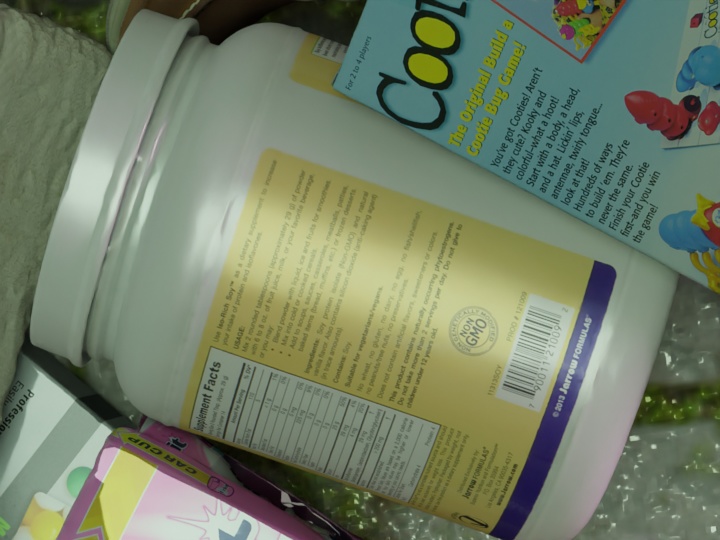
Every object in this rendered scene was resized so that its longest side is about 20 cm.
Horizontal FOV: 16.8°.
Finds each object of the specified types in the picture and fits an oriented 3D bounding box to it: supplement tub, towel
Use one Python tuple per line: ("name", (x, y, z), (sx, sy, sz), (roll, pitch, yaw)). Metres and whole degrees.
("supplement tub", (0.000, 0.000, 0.842), (0.199, 0.145, 0.146), (19, 94, 0))
("towel", (-0.162, -0.001, 0.847), (0.034, 0.132, 0.201), (20, 92, 35))

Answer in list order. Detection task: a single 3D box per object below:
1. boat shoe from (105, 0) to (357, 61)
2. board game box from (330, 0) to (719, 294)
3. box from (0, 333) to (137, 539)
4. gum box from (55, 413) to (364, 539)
("boat shoe", (-0.020, -0.127, 0.866), (0.072, 0.076, 0.200), (47, 120, 13))
("board game box", (0.110, -0.073, 0.772), (0.199, 0.103, 0.105), (29, 129, 5))
("box", (-0.110, 0.140, 0.923), (0.200, 0.041, 0.156), (39, 96, 4))
("gum box", (-0.073, 0.160, 0.864), (0.113, 0.066, 0.201), (27, 94, 5))
